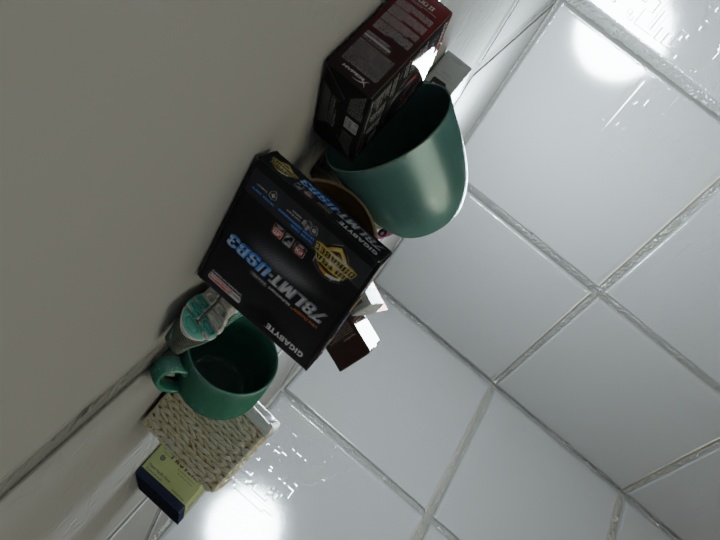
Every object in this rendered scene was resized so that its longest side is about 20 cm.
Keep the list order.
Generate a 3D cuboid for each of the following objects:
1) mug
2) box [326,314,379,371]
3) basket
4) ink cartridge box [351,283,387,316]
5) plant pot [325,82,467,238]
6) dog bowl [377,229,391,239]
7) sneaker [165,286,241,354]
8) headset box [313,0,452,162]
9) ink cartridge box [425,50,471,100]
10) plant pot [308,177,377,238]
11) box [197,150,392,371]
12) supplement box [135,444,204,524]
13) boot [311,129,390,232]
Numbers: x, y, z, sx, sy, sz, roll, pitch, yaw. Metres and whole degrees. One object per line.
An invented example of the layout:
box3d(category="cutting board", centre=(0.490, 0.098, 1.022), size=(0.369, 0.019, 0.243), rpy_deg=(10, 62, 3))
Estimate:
box3d(category="mug", centre=(-0.235, 0.154, 1.005), size=(0.115, 0.182, 0.154), rpy_deg=(-52, -160, 41))
box3d(category="box", centre=(-0.051, 0.067, 1.114), size=(0.074, 0.202, 0.100), rpy_deg=(-34, 177, 12))
box3d(category="basket", centre=(-0.274, 0.284, 1.181), size=(0.161, 0.198, 0.200), rpy_deg=(-46, 175, -10))
box3d(category="ink cartridge box", centre=(0.000, 0.000, 1.166), size=(0.047, 0.162, 0.199), rpy_deg=(-31, 169, 18))
box3d(category="plant pot", centre=(0.070, -0.148, 0.927), size=(0.197, 0.162, 0.203), rpy_deg=(-21, -143, 16))
box3d(category="dog bowl", centre=(0.052, -0.142, 1.198), size=(0.198, 0.074, 0.202), rpy_deg=(-29, -152, 17))
box3d(category="sneaker", centre=(-0.216, 0.058, 0.922), size=(0.091, 0.078, 0.200), rpy_deg=(-36, 180, 31))
box3d(category="headset box", centre=(0.032, -0.265, 0.824), size=(0.201, 0.075, 0.149), rpy_deg=(-50, 175, -21))
box3d(category="ink cartridge box", centre=(0.141, -0.345, 1.315), size=(0.201, 0.066, 0.116), rpy_deg=(-52, 176, -12))
box3d(category="plant pot", centre=(-0.066, -0.017, 0.957), size=(0.187, 0.185, 0.200), rpy_deg=(-51, 173, -8))
box3d(category="box", centre=(-0.089, -0.008, 0.789), size=(0.200, 0.199, 0.050), rpy_deg=(-53, 173, 29))
box3d(category="supplement box", centre=(-0.410, 0.463, 1.483), size=(0.200, 0.134, 0.201), rpy_deg=(-49, 174, -32))
box3d(category="boot", centre=(0.031, -0.187, 1.043), size=(0.201, 0.072, 0.182), rpy_deg=(-53, 134, -7))
